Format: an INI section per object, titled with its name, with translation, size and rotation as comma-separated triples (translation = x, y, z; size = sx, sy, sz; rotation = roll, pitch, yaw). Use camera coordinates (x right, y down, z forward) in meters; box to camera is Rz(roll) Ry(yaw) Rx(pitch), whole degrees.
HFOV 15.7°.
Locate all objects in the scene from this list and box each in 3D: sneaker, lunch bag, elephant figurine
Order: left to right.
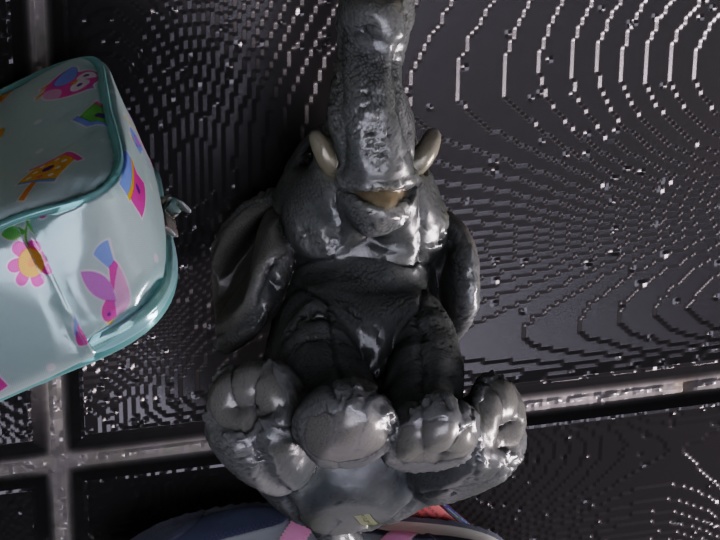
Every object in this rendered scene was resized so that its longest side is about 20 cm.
[lunch bag]
translation = -0.166, -0.003, 1.030
size = 0.200, 0.160, 0.077
rotation = -23, 114, 2
[sneaker]
translation = -0.013, 0.151, 1.168
size = 0.200, 0.082, 0.070
rotation = 0, 114, -15
[elephant figurine]
translation = 0.000, 0.000, 1.106
size = 0.155, 0.200, 0.141
rotation = -22, 150, 32

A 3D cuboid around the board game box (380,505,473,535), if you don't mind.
[board game box]
translation = 0.045, 0.183, 1.258
size = 0.103, 0.019, 0.200
rotation = -44, 119, 8
